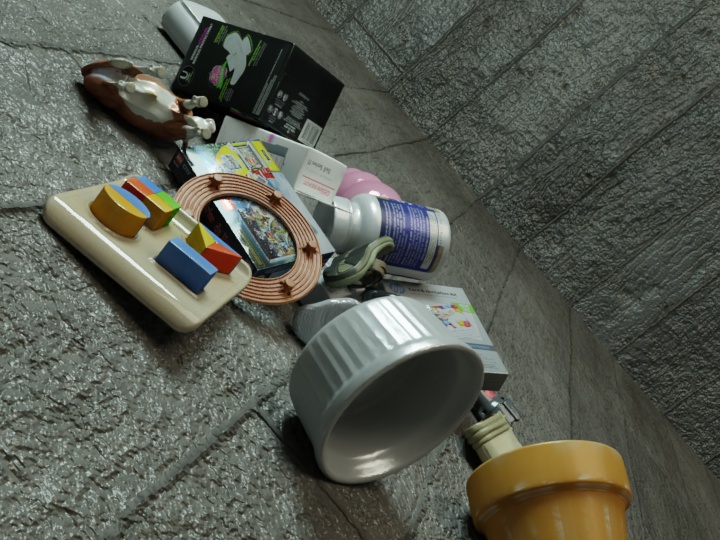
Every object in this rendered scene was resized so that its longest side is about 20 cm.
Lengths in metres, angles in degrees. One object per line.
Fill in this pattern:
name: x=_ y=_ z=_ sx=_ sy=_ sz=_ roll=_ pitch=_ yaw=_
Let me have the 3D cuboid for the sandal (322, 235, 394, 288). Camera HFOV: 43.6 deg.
sandal: x=-0.001 y=0.001 z=1.249 sx=0.057 sy=0.080 sz=0.201 roll=65 pitch=21 yaw=-8

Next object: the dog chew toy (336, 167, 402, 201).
dog chew toy: x=0.000 y=-0.115 z=1.563 sx=0.124 sy=0.125 sz=0.200 roll=38 pitch=12 yaw=-34

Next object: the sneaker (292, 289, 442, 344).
sneaker: x=-0.002 y=0.067 z=1.171 sx=0.200 sy=0.076 sz=0.114 roll=3 pitch=7 yaw=-20

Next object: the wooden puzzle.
wooden puzzle: x=-0.202 y=-0.034 z=0.923 sx=0.185 sy=0.046 sz=0.200 roll=40 pitch=17 yaw=-2

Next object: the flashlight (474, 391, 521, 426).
flashlight: x=0.188 y=0.175 z=1.485 sx=0.200 sy=0.068 sz=0.068 roll=51 pitch=21 yaw=11

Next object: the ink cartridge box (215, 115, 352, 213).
ink cartridge box: x=-0.102 y=-0.153 z=1.307 sx=0.200 sy=0.067 sz=0.117 roll=25 pitch=4 yaw=27

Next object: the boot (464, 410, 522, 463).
boot: x=0.234 y=0.285 z=1.348 sx=0.156 sy=0.073 sz=0.200 roll=58 pitch=23 yaw=19

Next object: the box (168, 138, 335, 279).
box: x=-0.139 y=-0.080 z=1.158 sx=0.136 sy=0.038 sz=0.200 roll=-15 pitch=64 yaw=-45

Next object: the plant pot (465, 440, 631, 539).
plant pot: x=0.240 y=0.332 z=1.088 sx=0.200 sy=0.200 sz=0.184 roll=34 pitch=38 yaw=-42

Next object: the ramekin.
ramekin: x=0.022 y=0.122 z=0.950 sx=0.200 sy=0.201 sz=0.098 roll=28 pitch=18 yaw=-51

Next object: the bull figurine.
bull figurine: x=-0.256 y=-0.208 z=1.145 sx=0.200 sy=0.065 sz=0.121 roll=23 pitch=-13 yaw=-41

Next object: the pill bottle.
pill bottle: x=0.029 y=-0.056 z=1.413 sx=0.200 sy=0.120 sz=0.120 roll=10 pitch=35 yaw=-27

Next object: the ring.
ring: x=-0.132 y=-0.045 z=1.087 sx=0.200 sy=0.019 sz=0.201 roll=21 pitch=44 yaw=-21

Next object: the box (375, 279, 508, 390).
box: x=0.121 y=0.098 z=1.393 sx=0.156 sy=0.041 sz=0.200 roll=7 pitch=35 yaw=-25

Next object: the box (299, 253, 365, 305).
box: x=-0.089 y=-0.031 z=1.268 sx=0.200 sy=0.041 sz=0.156 roll=52 pitch=16 yaw=6

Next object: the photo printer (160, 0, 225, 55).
photo printer: x=-0.242 y=-0.371 z=1.581 sx=0.200 sy=0.069 sz=0.166 roll=51 pitch=16 yaw=5

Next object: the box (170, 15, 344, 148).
box: x=-0.157 y=-0.284 z=1.377 sx=0.200 sy=0.125 sz=0.148 roll=26 pitch=0 yaw=33
